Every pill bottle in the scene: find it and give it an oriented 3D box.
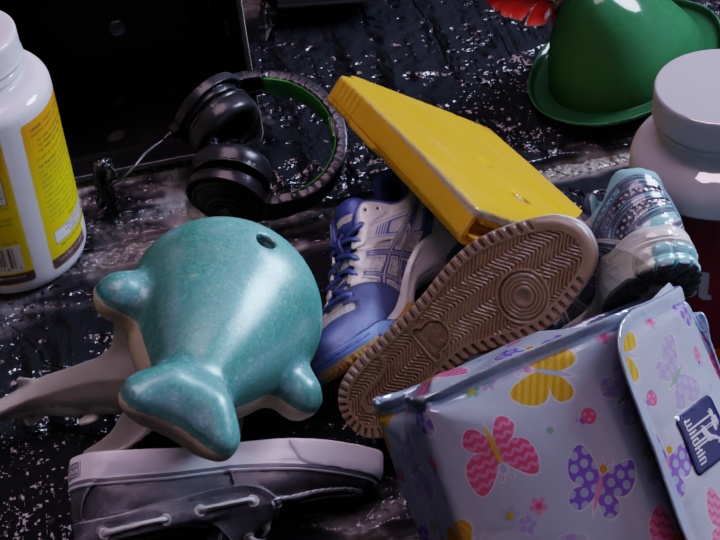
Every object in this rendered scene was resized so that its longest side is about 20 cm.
[{"bbox_3d":[0.234,-0.041,1.115,0.112,0.201,0.113,-3,40,3],"label":"pill bottle"},{"bbox_3d":[-0.271,-0.089,1.230,0.109,0.201,0.110,-3,41,3],"label":"pill bottle"}]

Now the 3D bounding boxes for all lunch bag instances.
[{"bbox_3d":[0.132,0.113,0.956,0.199,0.170,0.127,-19,0,-17],"label":"lunch bag"}]

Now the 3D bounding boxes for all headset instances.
[{"bbox_3d":[-0.110,-0.087,1.307,0.199,0.094,0.124,-9,63,-12],"label":"headset"}]

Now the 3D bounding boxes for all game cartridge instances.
[{"bbox_3d":[0.083,-0.066,1.218,0.176,0.033,0.200,16,22,-41],"label":"game cartridge"}]

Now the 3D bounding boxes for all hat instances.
[{"bbox_3d":[0.186,-0.228,1.329,0.165,0.177,0.200,-3,40,28],"label":"hat"}]

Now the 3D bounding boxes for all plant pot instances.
[{"bbox_3d":[-0.204,-0.209,1.382,0.199,0.200,0.178,-12,30,-7],"label":"plant pot"}]

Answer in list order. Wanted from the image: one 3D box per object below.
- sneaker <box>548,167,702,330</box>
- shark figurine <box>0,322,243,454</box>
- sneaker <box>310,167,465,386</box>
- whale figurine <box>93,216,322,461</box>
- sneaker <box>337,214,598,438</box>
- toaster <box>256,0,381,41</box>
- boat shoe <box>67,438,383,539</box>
[{"bbox_3d":[0.168,-0.002,1.085,0.077,0.200,0.087,-5,69,-12],"label":"sneaker"},{"bbox_3d":[-0.179,0.068,1.111,0.213,0.090,0.128,-2,24,6],"label":"shark figurine"},{"bbox_3d":[0.000,0.000,1.169,0.075,0.088,0.200,-31,14,41],"label":"sneaker"},{"bbox_3d":[-0.087,0.036,1.031,0.159,0.104,0.200,30,23,-5],"label":"whale figurine"},{"bbox_3d":[0.081,0.030,1.077,0.071,0.200,0.112,55,23,10],"label":"sneaker"},{"bbox_3d":[-0.038,-0.339,1.514,0.118,0.201,0.181,-1,33,1],"label":"toaster"},{"bbox_3d":[-0.081,0.145,1.046,0.199,0.072,0.068,-1,72,-15],"label":"boat shoe"}]
